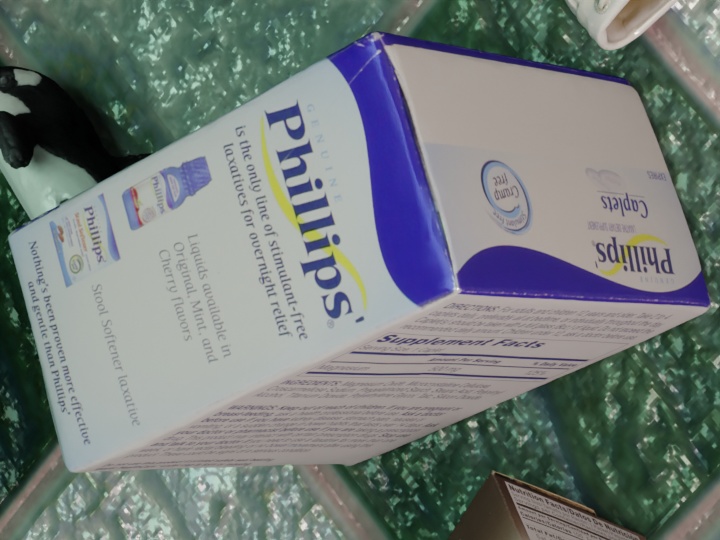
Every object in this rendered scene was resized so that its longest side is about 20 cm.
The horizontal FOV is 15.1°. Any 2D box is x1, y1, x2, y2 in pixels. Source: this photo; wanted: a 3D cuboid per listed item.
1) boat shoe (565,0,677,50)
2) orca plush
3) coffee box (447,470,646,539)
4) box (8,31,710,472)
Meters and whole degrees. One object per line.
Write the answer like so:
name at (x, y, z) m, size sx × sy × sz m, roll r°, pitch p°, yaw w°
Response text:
boat shoe at (0.153, -0.146, 1.029) m, size 0.202 × 0.075 × 0.086 m, roll -35°, pitch 69°, yaw 33°
orca plush at (-0.111, -0.034, 1.223) m, size 0.071 × 0.105 × 0.200 m, roll -30°, pitch 39°, yaw -7°
coffee box at (0.075, 0.184, 1.020) m, size 0.114 × 0.080 × 0.200 m, roll -59°, pitch 24°, yaw 19°
box at (0.000, 0.000, 1.073) m, size 0.200 × 0.184 × 0.105 m, roll -25°, pitch 73°, yaw 33°
